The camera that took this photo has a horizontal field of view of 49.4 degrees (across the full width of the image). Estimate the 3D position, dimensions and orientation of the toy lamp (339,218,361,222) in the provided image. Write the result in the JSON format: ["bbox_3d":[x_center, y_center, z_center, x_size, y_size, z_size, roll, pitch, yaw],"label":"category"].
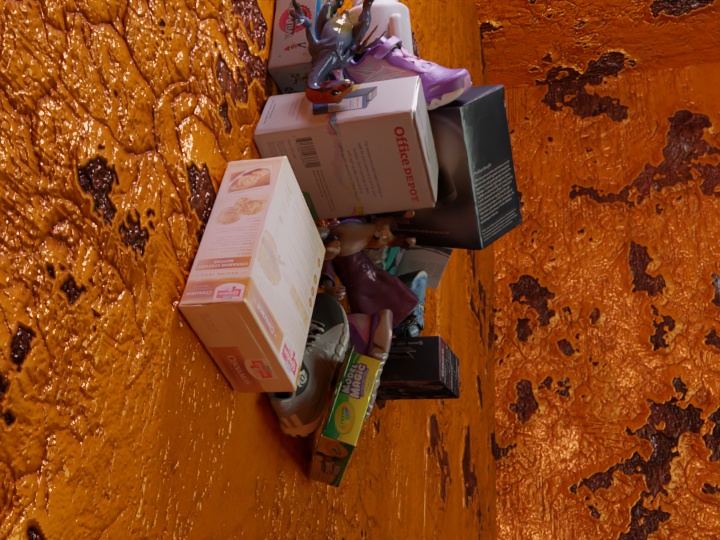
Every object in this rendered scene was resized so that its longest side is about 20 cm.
[{"bbox_3d":[0.000,0.018,1.242,0.058,0.058,0.201,-72,151,-53],"label":"toy lamp"}]

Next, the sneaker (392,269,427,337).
[{"bbox_3d":[0.082,0.066,1.285,0.200,0.078,0.090,80,-6,-65],"label":"sneaker"}]

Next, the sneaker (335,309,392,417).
[{"bbox_3d":[-0.013,0.133,1.112,0.081,0.088,0.201,-87,-173,-53],"label":"sneaker"}]

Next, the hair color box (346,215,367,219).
[{"bbox_3d":[0.022,-0.189,1.286,0.061,0.101,0.201,57,32,-60],"label":"hair color box"}]

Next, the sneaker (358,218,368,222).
[{"bbox_3d":[0.031,-0.161,1.361,0.116,0.073,0.201,22,66,-76],"label":"sneaker"}]

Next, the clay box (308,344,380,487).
[{"bbox_3d":[-0.020,0.185,0.978,0.200,0.047,0.115,107,2,-59],"label":"clay box"}]

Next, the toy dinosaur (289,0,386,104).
[{"bbox_3d":[-0.021,-0.275,0.973,0.200,0.105,0.182,65,44,-78],"label":"toy dinosaur"}]

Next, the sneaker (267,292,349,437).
[{"bbox_3d":[-0.069,0.089,0.949,0.116,0.075,0.201,63,28,-48],"label":"sneaker"}]

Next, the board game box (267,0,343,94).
[{"bbox_3d":[-0.058,-0.285,1.095,0.200,0.064,0.148,51,38,-62],"label":"board game box"}]

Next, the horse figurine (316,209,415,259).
[{"bbox_3d":[-0.015,-0.041,1.017,0.133,0.199,0.050,151,-73,-78],"label":"horse figurine"}]

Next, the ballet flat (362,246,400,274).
[{"bbox_3d":[0.027,-0.015,1.296,0.072,0.071,0.201,-75,180,-50],"label":"ballet flat"}]

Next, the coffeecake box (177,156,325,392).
[{"bbox_3d":[-0.106,0.004,0.835,0.154,0.073,0.201,69,23,-46],"label":"coffeecake box"}]

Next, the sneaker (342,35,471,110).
[{"bbox_3d":[0.048,-0.257,1.009,0.080,0.199,0.089,-35,126,-42],"label":"sneaker"}]

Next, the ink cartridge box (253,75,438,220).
[{"bbox_3d":[-0.011,-0.147,0.975,0.088,0.199,0.146,-77,156,-43],"label":"ink cartridge box"}]

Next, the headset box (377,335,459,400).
[{"bbox_3d":[0.076,0.163,1.301,0.200,0.148,0.078,48,41,-64],"label":"headset box"}]

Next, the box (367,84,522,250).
[{"bbox_3d":[0.103,-0.145,1.107,0.123,0.199,0.199,-31,117,-42],"label":"box"}]

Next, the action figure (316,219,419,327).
[{"bbox_3d":[0.000,0.000,1.158,0.201,0.134,0.149,57,-13,-10],"label":"action figure"}]

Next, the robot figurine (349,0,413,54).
[{"bbox_3d":[0.033,-0.382,1.343,0.169,0.112,0.201,-176,-100,-71],"label":"robot figurine"}]

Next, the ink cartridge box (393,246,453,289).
[{"bbox_3d":[0.119,-0.092,1.328,0.147,0.082,0.201,-88,-168,-50],"label":"ink cartridge box"}]
